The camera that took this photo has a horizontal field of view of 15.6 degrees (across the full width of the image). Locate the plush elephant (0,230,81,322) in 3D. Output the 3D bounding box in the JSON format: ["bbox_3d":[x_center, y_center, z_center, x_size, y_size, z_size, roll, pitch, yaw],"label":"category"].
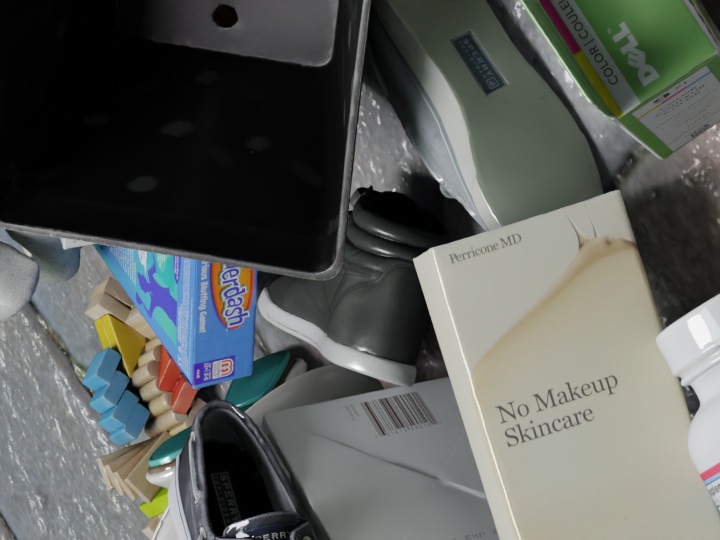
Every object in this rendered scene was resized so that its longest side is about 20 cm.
[{"bbox_3d":[-0.230,-0.058,1.602,0.200,0.154,0.166,-154,56,-63],"label":"plush elephant"}]

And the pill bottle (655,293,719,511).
[{"bbox_3d":[0.221,0.099,1.219,0.201,0.108,0.109,62,145,9],"label":"pill bottle"}]

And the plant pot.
[{"bbox_3d":[-0.087,-0.137,1.398,0.198,0.178,0.201,9,121,4],"label":"plant pot"}]

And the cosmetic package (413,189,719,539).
[{"bbox_3d":[0.105,0.072,1.285,0.073,0.103,0.202,152,100,-84],"label":"cosmetic package"}]

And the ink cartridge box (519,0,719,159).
[{"bbox_3d":[0.117,-0.118,1.175,0.059,0.200,0.104,-34,78,11],"label":"ink cartridge box"}]

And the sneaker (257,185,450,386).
[{"bbox_3d":[0.000,0.000,1.506,0.100,0.070,0.200,-71,19,2],"label":"sneaker"}]

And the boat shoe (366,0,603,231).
[{"bbox_3d":[0.062,-0.075,1.381,0.202,0.070,0.072,61,156,15],"label":"boat shoe"}]

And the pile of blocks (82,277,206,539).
[{"bbox_3d":[-0.130,0.097,1.710,0.062,0.082,0.201,-30,83,55],"label":"pile of blocks"}]

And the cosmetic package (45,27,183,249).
[{"bbox_3d":[-0.157,-0.105,1.517,0.051,0.082,0.201,96,158,-49],"label":"cosmetic package"}]

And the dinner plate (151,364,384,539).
[{"bbox_3d":[-0.049,0.144,1.524,0.024,0.199,0.201,38,136,30],"label":"dinner plate"}]

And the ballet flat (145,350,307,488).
[{"bbox_3d":[-0.066,0.105,1.556,0.069,0.200,0.070,4,106,15],"label":"ballet flat"}]

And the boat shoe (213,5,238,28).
[{"bbox_3d":[-0.104,-0.226,1.513,0.067,0.072,0.201,7,121,46],"label":"boat shoe"}]

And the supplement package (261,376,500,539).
[{"bbox_3d":[0.026,0.188,1.463,0.151,0.151,0.201,-123,33,-42],"label":"supplement package"}]

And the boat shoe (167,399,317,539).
[{"bbox_3d":[-0.049,0.153,1.356,0.068,0.071,0.201,105,153,-44],"label":"boat shoe"}]

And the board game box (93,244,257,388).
[{"bbox_3d":[-0.121,-0.047,1.612,0.200,0.045,0.153,50,145,46],"label":"board game box"}]
